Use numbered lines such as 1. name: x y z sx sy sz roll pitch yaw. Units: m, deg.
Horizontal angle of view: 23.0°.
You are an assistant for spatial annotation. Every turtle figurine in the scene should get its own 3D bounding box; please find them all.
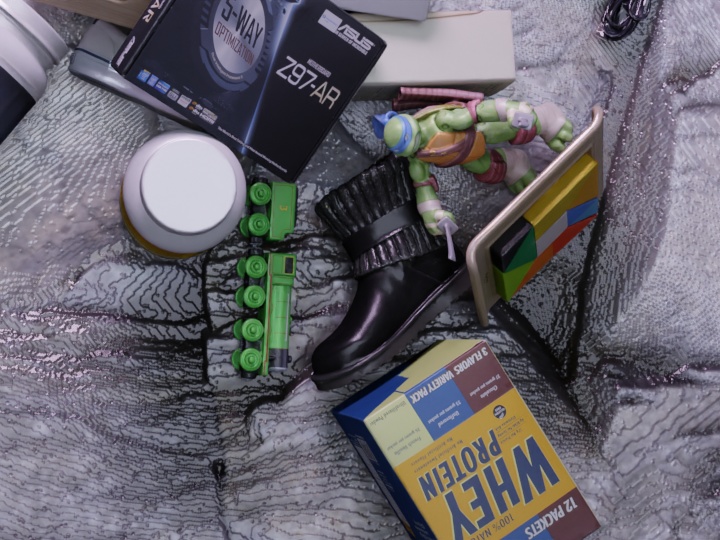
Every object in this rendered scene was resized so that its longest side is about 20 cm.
1. turtle figurine: 0.123 -0.094 1.667 0.194 0.200 0.144 -6 110 -45

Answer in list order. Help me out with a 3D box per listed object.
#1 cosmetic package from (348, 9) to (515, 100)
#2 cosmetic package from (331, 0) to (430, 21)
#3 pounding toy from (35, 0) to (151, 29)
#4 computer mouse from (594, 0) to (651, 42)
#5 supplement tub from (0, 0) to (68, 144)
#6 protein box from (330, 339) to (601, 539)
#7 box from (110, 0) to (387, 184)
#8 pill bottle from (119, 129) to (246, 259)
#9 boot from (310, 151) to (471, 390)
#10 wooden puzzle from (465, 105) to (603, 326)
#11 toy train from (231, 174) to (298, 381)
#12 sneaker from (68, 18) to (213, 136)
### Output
1. cosmetic package: 0.041 -0.207 1.716 0.200 0.104 0.073 -4 87 -11
2. cosmetic package: -0.035 -0.305 1.686 0.200 0.151 0.052 7 122 -10
3. pounding toy: -0.213 -0.289 1.646 0.200 0.142 0.184 16 45 -9
4. computer mouse: 0.219 -0.335 1.782 0.200 0.053 0.139 35 83 -17
5. supplement tub: -0.379 -0.167 1.624 0.140 0.140 0.200 39 82 -6
6. protein box: 0.093 0.183 1.658 0.135 0.199 0.200 -33 94 -9
7. box: -0.098 -0.195 1.589 0.200 0.044 0.160 33 95 -29
8. pill bottle: -0.163 -0.070 1.625 0.113 0.200 0.113 0 87 -10
9. boot: 0.000 0.000 1.709 0.211 0.079 0.158 -40 101 -20
10. wooden puzzle: 0.175 -0.045 1.693 0.037 0.185 0.200 38 80 18
11. toy train: -0.090 0.008 1.717 0.056 0.042 0.200 4 87 -20
12. sneaker: -0.177 -0.183 1.693 0.200 0.073 0.071 24 87 -8
